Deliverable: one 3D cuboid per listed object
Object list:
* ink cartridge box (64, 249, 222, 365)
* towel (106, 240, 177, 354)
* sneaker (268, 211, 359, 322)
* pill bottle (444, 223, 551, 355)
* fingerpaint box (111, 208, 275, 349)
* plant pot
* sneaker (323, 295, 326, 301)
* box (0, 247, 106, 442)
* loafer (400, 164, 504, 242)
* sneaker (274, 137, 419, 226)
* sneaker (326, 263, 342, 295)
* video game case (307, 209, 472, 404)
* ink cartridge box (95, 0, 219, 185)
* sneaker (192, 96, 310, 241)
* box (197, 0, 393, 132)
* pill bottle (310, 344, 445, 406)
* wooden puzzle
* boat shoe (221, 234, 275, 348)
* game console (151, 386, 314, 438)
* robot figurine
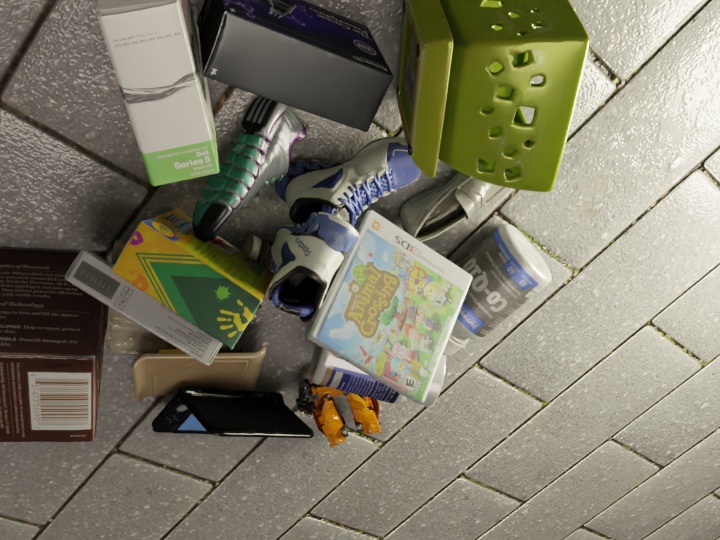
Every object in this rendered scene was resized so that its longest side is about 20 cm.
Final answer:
[{"bbox_3d":[-0.275,0.043,0.991,0.198,0.173,0.044,34,81,-15],"label":"ink cartridge box"},{"bbox_3d":[-0.302,0.044,1.134,0.130,0.035,0.203,5,126,-19],"label":"towel"},{"bbox_3d":[-0.082,0.004,0.972,0.080,0.117,0.199,33,159,-14],"label":"sneaker"},{"bbox_3d":[0.185,0.033,1.197,0.113,0.115,0.200,33,115,-34],"label":"pill bottle"},{"bbox_3d":[-0.201,0.004,0.975,0.165,0.200,0.074,34,96,-7],"label":"fingerpaint box"},{"bbox_3d":[0.140,-0.227,0.917,0.177,0.202,0.202,-1,131,-6],"label":"plant pot"},{"bbox_3d":[-0.024,0.039,1.177,0.196,0.075,0.080,-3,136,-12],"label":"sneaker"},{"bbox_3d":[-0.429,0.099,1.034,0.161,0.202,0.168,3,129,-16],"label":"box"},{"bbox_3d":[0.149,-0.103,1.101,0.198,0.070,0.070,-32,129,13],"label":"loafer"},{"bbox_3d":[-0.012,-0.097,1.024,0.195,0.116,0.081,-14,135,0],"label":"sneaker"},{"bbox_3d":[0.000,0.000,1.110,0.113,0.202,0.076,-29,167,-26],"label":"sneaker"},{"bbox_3d":[0.046,0.048,1.052,0.180,0.203,0.022,31,157,-13],"label":"video game case"},{"bbox_3d":[-0.217,-0.222,0.854,0.082,0.147,0.203,-11,132,-5],"label":"ink cartridge box"},{"bbox_3d":[-0.131,-0.115,0.977,0.087,0.074,0.202,32,87,-43],"label":"sneaker"},{"bbox_3d":[-0.076,-0.249,0.873,0.197,0.143,0.080,14,126,-25],"label":"box"},{"bbox_3d":[0.028,0.143,1.215,0.196,0.117,0.117,16,126,-9],"label":"pill bottle"},{"bbox_3d":[-0.252,0.157,1.206,0.196,0.038,0.186,-4,155,-16],"label":"wooden puzzle"},{"bbox_3d":[-0.171,0.041,1.142,0.059,0.072,0.202,18,117,-23],"label":"boat shoe"},{"bbox_3d":[-0.206,0.256,1.244,0.197,0.118,0.176,13,134,-40],"label":"game console"},{"bbox_3d":[-0.033,0.224,1.338,0.142,0.059,0.202,-17,132,0],"label":"robot figurine"}]
